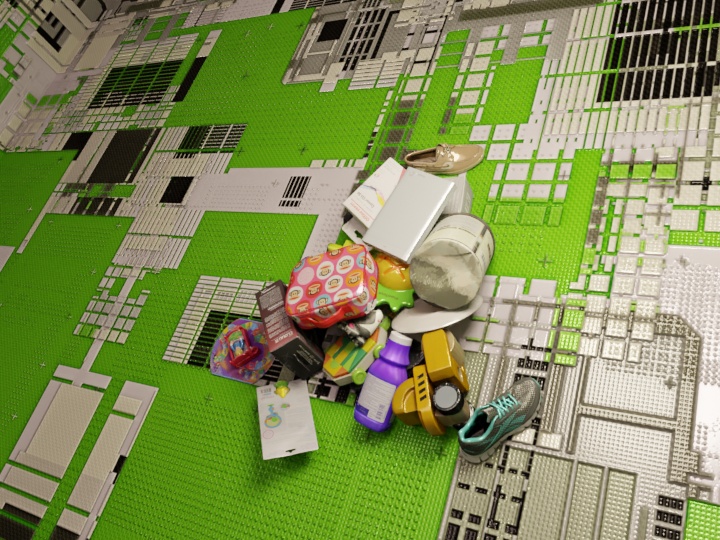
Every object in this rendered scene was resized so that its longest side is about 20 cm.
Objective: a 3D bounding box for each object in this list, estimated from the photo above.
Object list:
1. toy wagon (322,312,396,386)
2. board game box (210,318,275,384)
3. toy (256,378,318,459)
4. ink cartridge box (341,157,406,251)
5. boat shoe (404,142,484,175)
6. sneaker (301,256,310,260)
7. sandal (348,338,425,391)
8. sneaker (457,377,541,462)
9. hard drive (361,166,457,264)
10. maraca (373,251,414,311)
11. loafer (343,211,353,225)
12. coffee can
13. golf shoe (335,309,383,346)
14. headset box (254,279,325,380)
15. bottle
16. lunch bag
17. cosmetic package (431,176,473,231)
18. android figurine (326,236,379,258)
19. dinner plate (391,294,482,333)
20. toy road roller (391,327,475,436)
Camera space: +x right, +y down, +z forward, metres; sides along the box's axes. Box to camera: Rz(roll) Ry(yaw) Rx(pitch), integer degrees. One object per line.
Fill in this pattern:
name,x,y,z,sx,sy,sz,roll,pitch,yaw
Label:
toy wagon,0.002,0.160,1.415,0.200,0.040,0.155,-48,30,-8
board game box,-0.296,0.188,1.586,0.199,0.039,0.159,8,64,31
toy,-0.161,0.330,1.409,0.115,0.047,0.200,-10,42,-7
ink cartridge box,0.043,-0.152,1.506,0.200,0.068,0.116,-45,54,0
boat shoe,0.208,-0.281,1.609,0.199,0.065,0.072,-12,55,21
sneaker,-0.111,0.039,1.554,0.078,0.089,0.201,-26,51,9
sandal,0.062,0.204,1.389,0.200,0.048,0.076,-27,51,26
sneaker,0.259,0.273,1.203,0.200,0.091,0.078,-45,51,-5
hard drive,0.105,-0.123,1.404,0.132,0.026,0.200,27,80,36
maraca,0.085,0.009,1.422,0.136,0.107,0.200,13,50,17
loafer,0.034,-0.178,1.637,0.200,0.068,0.070,-40,42,-8
coffee can,0.194,-0.025,1.336,0.146,0.147,0.200,-9,16,22
golf shoe,-0.026,0.088,1.427,0.088,0.077,0.200,-42,44,-8
headset box,-0.156,0.143,1.467,0.075,0.149,0.200,-30,47,8
bottle,0.052,0.225,1.315,0.083,0.065,0.201,22,97,28
lunch bag,-0.061,0.044,1.367,0.199,0.082,0.177,-15,47,22
cosmetic package,0.161,-0.156,1.540,0.199,0.090,0.107,-1,63,25
android figurine,0.000,0.000,1.525,0.199,0.041,0.183,17,61,15
dinner plate,0.157,0.078,1.350,0.199,0.024,0.200,-18,12,4
toy road roller,0.137,0.227,1.277,0.145,0.123,0.201,-17,54,18
